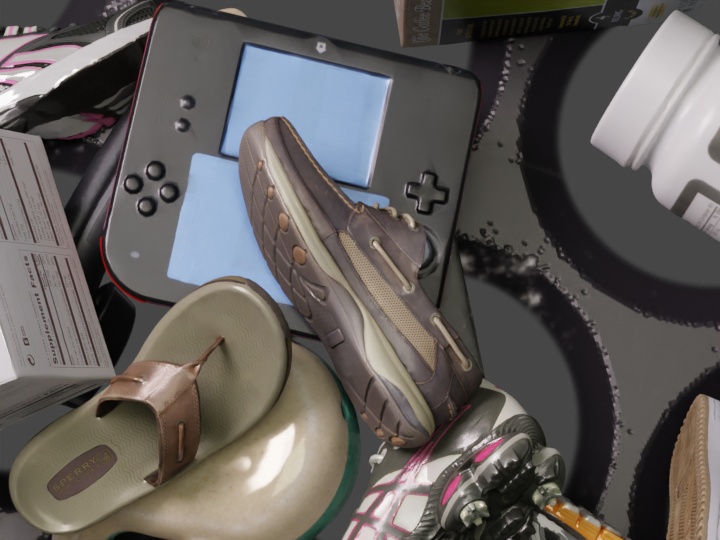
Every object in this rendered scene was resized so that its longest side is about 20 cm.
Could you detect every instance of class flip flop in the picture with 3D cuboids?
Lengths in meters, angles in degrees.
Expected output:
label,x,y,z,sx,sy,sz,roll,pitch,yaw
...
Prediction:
label,x,y,z,sx,sy,sz,roll,pitch,yaw
flip flop,-0.118,0.082,1.215,0.200,0.058,0.081,-36,94,16

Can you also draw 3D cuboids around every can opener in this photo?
label,x,y,z,sx,sy,sz,roll,pitch,yaw
can opener,-0.164,-0.019,1.343,0.063,0.079,0.201,9,72,41

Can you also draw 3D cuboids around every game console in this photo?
label,x,y,z,sx,sy,sz,roll,pitch,yaw
game console,-0.040,-0.052,1.277,0.199,0.031,0.178,13,84,-5

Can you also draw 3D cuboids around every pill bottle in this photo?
label,x,y,z,sx,sy,sz,roll,pitch,yaw
pill bottle,0.247,-0.064,1.317,0.199,0.114,0.114,33,80,6

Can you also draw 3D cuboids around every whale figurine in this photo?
label,x,y,z,sx,sy,sz,roll,pitch,yaw
whale figurine,-0.091,0.116,1.301,0.199,0.104,0.160,-22,68,19

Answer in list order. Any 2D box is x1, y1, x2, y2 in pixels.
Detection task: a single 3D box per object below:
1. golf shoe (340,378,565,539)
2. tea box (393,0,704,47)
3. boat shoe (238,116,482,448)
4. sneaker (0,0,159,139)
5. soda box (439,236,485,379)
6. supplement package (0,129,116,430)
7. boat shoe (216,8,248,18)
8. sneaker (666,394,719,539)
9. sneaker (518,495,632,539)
label,x,y,z,sx,sy,sz,roll,pitch,yaw
golf shoe,0.027,0.150,1.259,0.200,0.077,0.088,-42,44,8
tea box,0.112,-0.229,1.306,0.195,0.200,0.135,-7,79,-2
boat shoe,0.000,0.000,1.234,0.073,0.074,0.201,-30,94,-21
sneaker,-0.211,-0.122,1.349,0.199,0.080,0.087,-28,69,-11
soda box,0.023,-0.009,1.331,0.070,0.063,0.201,-11,78,-1
supplement package,-0.268,0.025,1.263,0.199,0.111,0.157,-24,78,20
boat shoe,-0.060,-0.061,1.336,0.065,0.072,0.201,-23,93,-39
sneaker,0.233,0.152,1.252,0.112,0.200,0.072,21,124,-2
sneaker,0.126,0.180,1.290,0.199,0.078,0.078,32,91,8
